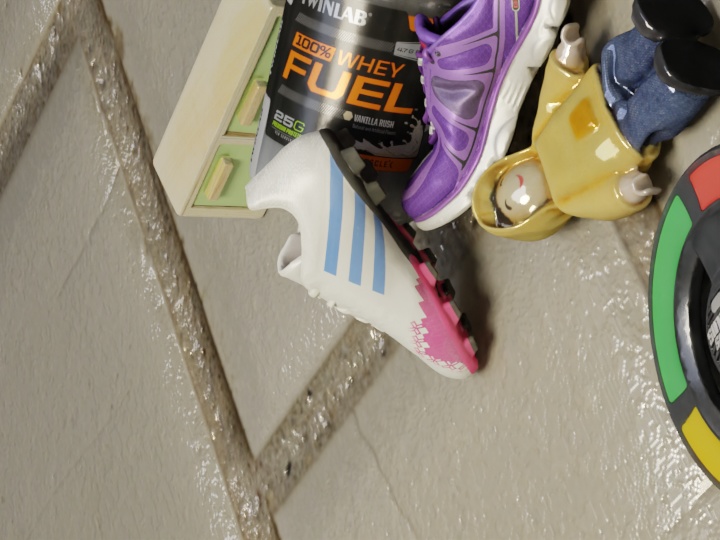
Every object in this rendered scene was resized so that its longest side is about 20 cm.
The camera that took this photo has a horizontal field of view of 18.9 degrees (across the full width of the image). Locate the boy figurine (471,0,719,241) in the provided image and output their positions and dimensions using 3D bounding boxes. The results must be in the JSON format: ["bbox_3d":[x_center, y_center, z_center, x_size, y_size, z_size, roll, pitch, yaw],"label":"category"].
[{"bbox_3d":[0.135,-0.085,1.275,0.200,0.064,0.125,-43,57,46],"label":"boy figurine"}]

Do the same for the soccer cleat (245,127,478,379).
[{"bbox_3d":[0.000,0.000,1.386,0.086,0.200,0.070,-31,23,7],"label":"soccer cleat"}]

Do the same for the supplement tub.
[{"bbox_3d":[0.003,-0.138,1.428,0.123,0.122,0.201,39,121,51],"label":"supplement tub"}]

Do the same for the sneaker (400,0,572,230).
[{"bbox_3d":[0.064,-0.120,1.351,0.081,0.083,0.200,-80,10,-64],"label":"sneaker"}]

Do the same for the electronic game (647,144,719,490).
[{"bbox_3d":[0.211,0.030,1.147,0.200,0.042,0.201,174,90,-67],"label":"electronic game"}]

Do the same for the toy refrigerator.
[{"bbox_3d":[-0.079,-0.131,1.602,0.200,0.076,0.070,-61,42,35],"label":"toy refrigerator"}]
